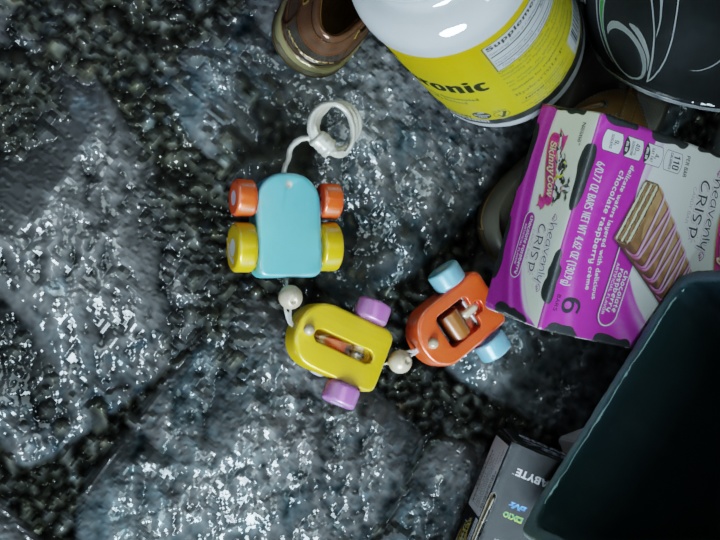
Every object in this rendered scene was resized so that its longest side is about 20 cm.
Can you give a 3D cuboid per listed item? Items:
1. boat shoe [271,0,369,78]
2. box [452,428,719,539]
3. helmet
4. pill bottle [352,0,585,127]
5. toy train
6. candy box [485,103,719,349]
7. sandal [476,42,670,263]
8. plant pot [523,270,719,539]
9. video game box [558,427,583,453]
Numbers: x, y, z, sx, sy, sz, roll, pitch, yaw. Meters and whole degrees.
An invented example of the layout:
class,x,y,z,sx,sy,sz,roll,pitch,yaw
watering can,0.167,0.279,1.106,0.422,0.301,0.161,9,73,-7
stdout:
class,x,y,z,sx,sy,sz,roll,pitch,yaw
boat shoe,0.014,-0.216,0.738,0.072,0.068,0.201,31,80,-15
box,0.145,0.232,0.749,0.199,0.050,0.200,22,93,-4
helmet,0.226,-0.212,0.692,0.198,0.200,0.192,-10,125,-18
pill bottle,0.058,-0.165,0.675,0.110,0.200,0.112,-5,76,22
toy train,0.000,0.000,0.739,0.150,0.056,0.200,-42,102,-19
candy box,0.190,-0.017,0.758,0.199,0.061,0.137,11,97,-33
sandal,0.154,-0.086,0.788,0.082,0.055,0.200,44,77,-12
plant pot,0.250,0.137,0.644,0.200,0.196,0.196,37,80,-11
video game box,0.257,0.174,0.820,0.199,0.047,0.184,-18,92,-17
